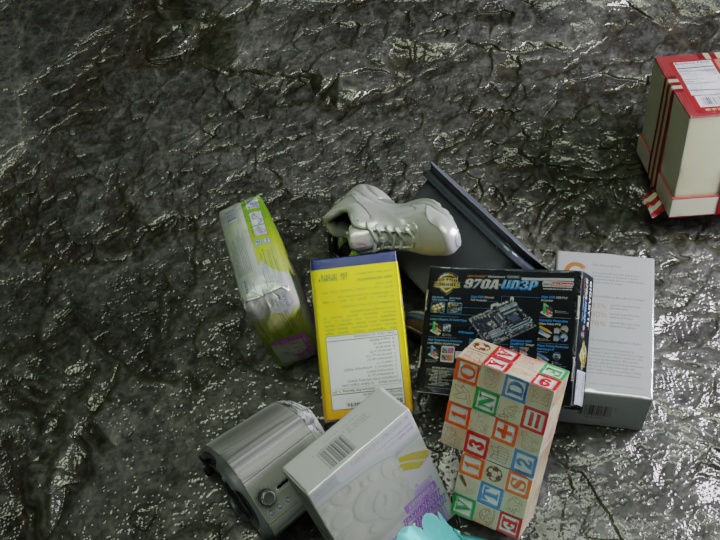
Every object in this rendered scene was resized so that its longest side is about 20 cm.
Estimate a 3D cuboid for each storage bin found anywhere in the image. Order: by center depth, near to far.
[{"bbox_3d":[0.132,-0.025,1.293,0.134,0.146,0.200,-47,61,10],"label":"storage bin"}]

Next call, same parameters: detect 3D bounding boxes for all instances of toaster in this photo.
[{"bbox_3d":[-0.106,0.230,1.137,0.129,0.200,0.114,-33,99,-18],"label":"toaster"}]

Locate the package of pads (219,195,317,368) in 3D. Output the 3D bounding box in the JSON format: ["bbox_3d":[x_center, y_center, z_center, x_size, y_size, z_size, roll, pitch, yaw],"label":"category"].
[{"bbox_3d":[-0.115,0.023,1.239,0.068,0.200,0.155,-21,58,0],"label":"package of pads"}]

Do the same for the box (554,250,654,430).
[{"bbox_3d":[0.302,0.087,1.212,0.124,0.098,0.200,5,59,10],"label":"box"}]

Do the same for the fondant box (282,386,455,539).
[{"bbox_3d":[0.015,0.250,1.078,0.144,0.200,0.058,-38,41,-17],"label":"fondant box"}]

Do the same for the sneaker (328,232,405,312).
[{"bbox_3d":[0.000,0.000,1.303,0.074,0.087,0.200,-23,57,1],"label":"sneaker"}]

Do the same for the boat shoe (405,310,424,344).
[{"bbox_3d":[0.123,0.124,1.225,0.200,0.072,0.072,33,75,28],"label":"boat shoe"}]

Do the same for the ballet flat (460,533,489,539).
[{"bbox_3d":[0.179,0.344,1.092,0.200,0.068,0.072,5,78,5],"label":"ballet flat"}]

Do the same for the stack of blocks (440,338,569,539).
[{"bbox_3d":[0.156,0.192,1.094,0.115,0.200,0.059,18,25,23],"label":"stack of blocks"}]

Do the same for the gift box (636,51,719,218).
[{"bbox_3d":[0.479,-0.169,1.298,0.184,0.187,0.200,-1,42,4],"label":"gift box"}]

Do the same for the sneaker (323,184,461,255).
[{"bbox_3d":[0.035,-0.046,1.219,0.200,0.078,0.099,15,39,41],"label":"sneaker"}]

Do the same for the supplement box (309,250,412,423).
[{"bbox_3d":[0.003,0.086,1.199,0.109,0.110,0.200,-6,81,3],"label":"supplement box"}]

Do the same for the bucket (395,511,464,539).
[{"bbox_3d":[0.056,0.372,1.005,0.207,0.207,0.135,-39,66,-17],"label":"bucket"}]

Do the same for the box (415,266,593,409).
[{"bbox_3d":[0.171,0.078,1.149,0.200,0.046,0.159,1,79,29],"label":"box"}]
